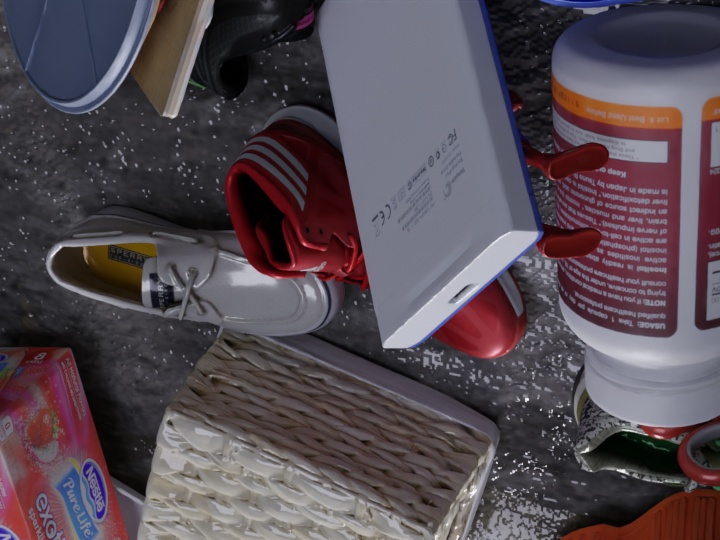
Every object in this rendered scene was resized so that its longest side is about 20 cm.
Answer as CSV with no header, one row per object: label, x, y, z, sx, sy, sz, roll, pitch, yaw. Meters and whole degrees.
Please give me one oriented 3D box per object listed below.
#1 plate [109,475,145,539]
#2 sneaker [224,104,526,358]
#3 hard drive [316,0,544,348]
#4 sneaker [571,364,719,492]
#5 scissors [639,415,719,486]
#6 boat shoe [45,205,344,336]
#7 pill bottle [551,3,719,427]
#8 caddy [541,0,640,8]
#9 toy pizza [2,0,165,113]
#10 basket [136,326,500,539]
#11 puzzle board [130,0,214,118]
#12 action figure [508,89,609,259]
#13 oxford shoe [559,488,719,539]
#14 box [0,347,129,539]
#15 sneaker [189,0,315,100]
plate,-0.247,0.194,1.089,0.199,0.032,0.200,32,125,5
sneaker,0.000,0.000,0.823,0.199,0.116,0.079,38,126,2
hard drive,0.029,-0.080,0.726,0.132,0.025,0.202,-46,49,53
sneaker,0.208,0.103,0.805,0.198,0.089,0.078,3,118,22
scissors,0.251,0.065,0.780,0.198,0.073,0.014,-18,130,-5
boat shoe,-0.108,0.005,0.890,0.198,0.070,0.072,14,116,24
pill bottle,0.157,-0.026,0.742,0.112,0.113,0.202,6,119,21
caddy,0.135,-0.201,0.660,0.198,0.105,0.143,-4,116,25
toy pizza,-0.147,-0.187,0.786,0.199,0.031,0.203,2,93,53
basket,-0.031,0.138,0.908,0.198,0.123,0.137,23,123,11
puzzle board,-0.098,-0.206,0.759,0.151,0.017,0.201,53,130,41
action figure,0.060,-0.062,0.745,0.200,0.051,0.066,35,133,56
oxford shoe,0.197,0.180,0.855,0.073,0.072,0.199,29,151,-26
box,-0.234,0.163,0.987,0.094,0.103,0.202,-1,114,24
sneaker,-0.048,-0.171,0.785,0.083,0.077,0.200,37,135,-6
